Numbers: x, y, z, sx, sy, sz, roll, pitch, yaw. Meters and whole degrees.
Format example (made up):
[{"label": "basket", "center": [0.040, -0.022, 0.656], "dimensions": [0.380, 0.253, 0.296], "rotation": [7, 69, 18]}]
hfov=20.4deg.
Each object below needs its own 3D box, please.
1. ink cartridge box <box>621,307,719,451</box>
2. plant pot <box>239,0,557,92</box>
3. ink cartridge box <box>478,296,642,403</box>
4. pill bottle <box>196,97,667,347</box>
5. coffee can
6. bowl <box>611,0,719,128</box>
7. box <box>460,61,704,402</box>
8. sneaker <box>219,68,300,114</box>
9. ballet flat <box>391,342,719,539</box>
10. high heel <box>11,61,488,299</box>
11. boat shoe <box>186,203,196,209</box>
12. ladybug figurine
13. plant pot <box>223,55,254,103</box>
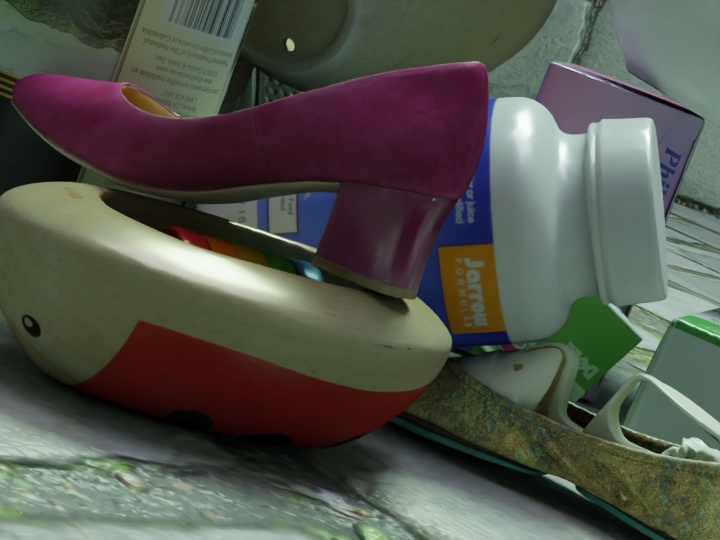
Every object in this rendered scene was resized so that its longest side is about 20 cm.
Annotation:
[{"label": "ink cartridge box", "center": [0.228, 0.083, 1.040], "dimensions": [0.147, 0.083, 0.200], "rotation": [24, 8, 15]}, {"label": "plant pot", "center": [-0.010, -0.167, 1.025], "dimensions": [0.200, 0.200, 0.134], "rotation": [24, 36, 20]}, {"label": "ink cartridge box", "center": [0.079, 0.002, 1.028], "dimensions": [0.104, 0.059, 0.200], "rotation": [43, 9, -35]}, {"label": "pill bottle", "center": [0.035, -0.020, 0.902], "dimensions": [0.200, 0.112, 0.112], "rotation": [-4, 4, 12]}, {"label": "coffee can", "center": [-0.132, -0.096, 0.917], "dimensions": [0.146, 0.200, 0.146], "rotation": [20, 8, -3]}, {"label": "bowl", "center": [0.242, -0.104, 1.139], "dimensions": [0.200, 0.075, 0.200], "rotation": [24, 10, -29]}, {"label": "box", "center": [0.135, -0.030, 1.229], "dimensions": [0.097, 0.176, 0.200], "rotation": [22, 9, 6]}, {"label": "sneaker", "center": [-0.101, -0.096, 1.266], "dimensions": [0.199, 0.076, 0.114], "rotation": [10, -22, 29]}, {"label": "ballet flat", "center": [0.099, 0.069, 0.884], "dimensions": [0.200, 0.071, 0.071], "rotation": [24, 9, 23]}, {"label": "high heel", "center": [-0.046, -0.067, 0.795], "dimensions": [0.200, 0.096, 0.067], "rotation": [24, 9, 25]}, {"label": "boat shoe", "center": [-0.058, -0.043, 1.103], "dimensions": [0.071, 0.070, 0.201], "rotation": [26, 28, 20]}, {"label": "ladybug figurine", "center": [-0.055, 0.022, 0.788], "dimensions": [0.200, 0.072, 0.136], "rotation": [16, 8, -25]}, {"label": "plant pot", "center": [-0.164, -0.110, 1.093], "dimensions": [0.201, 0.093, 0.201], "rotation": [17, 19, -6]}]
